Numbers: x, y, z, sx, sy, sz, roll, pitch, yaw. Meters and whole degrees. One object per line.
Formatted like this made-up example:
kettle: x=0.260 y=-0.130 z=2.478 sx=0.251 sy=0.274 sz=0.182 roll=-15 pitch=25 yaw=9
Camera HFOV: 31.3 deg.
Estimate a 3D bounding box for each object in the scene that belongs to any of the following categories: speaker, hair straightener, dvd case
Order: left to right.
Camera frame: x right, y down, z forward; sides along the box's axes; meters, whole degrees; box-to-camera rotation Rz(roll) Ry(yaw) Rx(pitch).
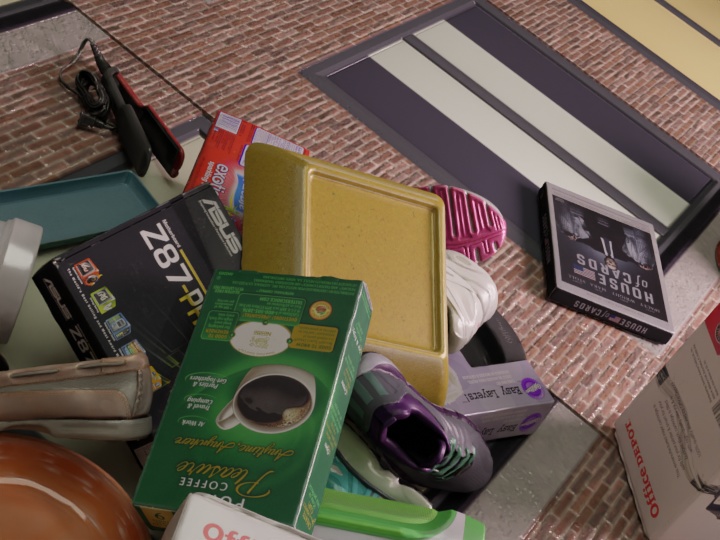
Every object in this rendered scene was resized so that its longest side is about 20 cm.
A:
hair straightener: x=-0.245 y=-0.164 z=1.265 sx=0.076 sy=0.041 sz=0.201 roll=-4 pitch=48 yaw=-38
speaker: x=-0.015 y=0.198 z=0.915 sx=0.198 sy=0.089 sz=0.089 roll=10 pitch=36 yaw=4
dvd case: x=0.276 y=-0.012 z=1.462 sx=0.149 sy=0.025 sz=0.201 roll=21 pitch=36 yaw=-12

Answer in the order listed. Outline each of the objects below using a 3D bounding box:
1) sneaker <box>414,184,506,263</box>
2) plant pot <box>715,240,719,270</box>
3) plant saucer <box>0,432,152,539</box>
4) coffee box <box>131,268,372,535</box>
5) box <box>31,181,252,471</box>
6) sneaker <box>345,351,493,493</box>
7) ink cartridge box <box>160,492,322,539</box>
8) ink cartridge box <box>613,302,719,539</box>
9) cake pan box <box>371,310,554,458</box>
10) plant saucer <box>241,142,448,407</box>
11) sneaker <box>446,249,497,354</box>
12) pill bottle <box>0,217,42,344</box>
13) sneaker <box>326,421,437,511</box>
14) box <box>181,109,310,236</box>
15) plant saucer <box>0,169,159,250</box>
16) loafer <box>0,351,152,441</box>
sneaker: x=0.045 y=-0.049 z=1.248 sx=0.198 sy=0.082 sz=0.088 roll=5 pitch=10 yaw=13
plant pot: x=0.570 y=-0.044 z=1.560 sx=0.199 sy=0.196 sz=0.202 roll=18 pitch=38 yaw=-15
plant saucer: x=-0.233 y=0.195 z=0.848 sx=0.198 sy=0.038 sz=0.201 roll=19 pitch=36 yaw=-15
coffee box: x=-0.072 y=0.093 z=0.906 sx=0.122 sy=0.044 sz=0.201 roll=4 pitch=54 yaw=15
box: x=-0.134 y=0.053 z=0.991 sx=0.161 sy=0.049 sz=0.201 roll=-31 pitch=92 yaw=-41
sneaker: x=0.053 y=0.146 z=1.023 sx=0.200 sy=0.074 sz=0.088 roll=38 pitch=7 yaw=-40
ink cartridge box: x=-0.080 y=0.261 z=0.789 sx=0.144 sy=0.084 sz=0.201 roll=24 pitch=55 yaw=-9
ink cartridge box: x=0.331 y=0.141 z=1.170 sx=0.084 sy=0.201 sz=0.145 roll=17 pitch=37 yaw=-21
cake pan box: x=0.060 y=0.077 z=1.184 sx=0.199 sy=0.052 sz=0.185 roll=-2 pitch=49 yaw=-37
plant saucer: x=0.000 y=0.000 z=1.049 sx=0.198 sy=0.048 sz=0.202 roll=13 pitch=65 yaw=-31
sneaker: x=0.027 y=0.001 z=1.148 sx=0.199 sy=0.078 sz=0.100 roll=31 pitch=39 yaw=4
pill bottle: x=-0.346 y=-0.017 z=0.955 sx=0.198 sy=0.116 sz=0.116 roll=17 pitch=37 yaw=-17
sneaker: x=0.004 y=0.201 z=0.996 sx=0.200 sy=0.078 sz=0.079 roll=40 pitch=57 yaw=20
box: x=-0.119 y=-0.042 z=1.159 sx=0.099 sy=0.096 sz=0.201 roll=22 pitch=37 yaw=-9
plant saucer: x=-0.266 y=-0.048 z=1.132 sx=0.199 sy=0.019 sz=0.070 roll=-16 pitch=56 yaw=-44
loafer: x=-0.244 y=0.081 z=0.905 sx=0.198 sy=0.064 sz=0.072 roll=5 pitch=1 yaw=-1
